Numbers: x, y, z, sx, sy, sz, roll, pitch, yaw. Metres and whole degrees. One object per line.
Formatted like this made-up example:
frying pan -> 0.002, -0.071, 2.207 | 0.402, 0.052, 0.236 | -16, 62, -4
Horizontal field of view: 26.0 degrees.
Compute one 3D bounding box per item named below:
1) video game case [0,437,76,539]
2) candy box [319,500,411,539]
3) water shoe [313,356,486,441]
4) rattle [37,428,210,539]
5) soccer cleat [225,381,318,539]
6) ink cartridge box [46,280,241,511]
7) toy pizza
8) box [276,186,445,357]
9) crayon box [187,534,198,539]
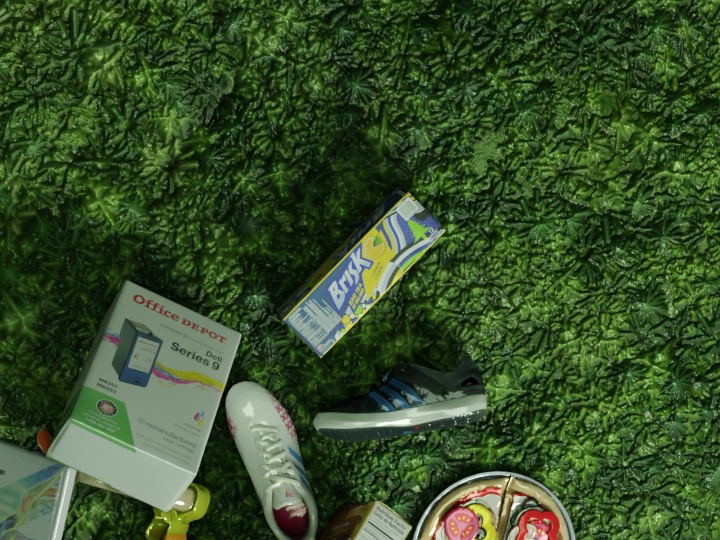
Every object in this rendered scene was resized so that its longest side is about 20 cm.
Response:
video game case -> -0.411, 0.282, 1.704 | 0.181, 0.022, 0.201 | 15, 96, 19
candy box -> -0.033, 0.353, 1.728 | 0.056, 0.117, 0.200 | 38, 68, -11
water shoe -> 0.042, 0.145, 1.779 | 0.199, 0.072, 0.079 | -6, 71, -6
rattle -> -0.274, 0.270, 1.708 | 0.199, 0.130, 0.144 | 15, 96, -8
soccer cleat -> -0.093, 0.220, 1.749 | 0.070, 0.086, 0.201 | -22, 100, -4
ink cartridge box -> -0.227, 0.130, 1.661 | 0.145, 0.201, 0.088 | 27, 135, -11
toy pizza -> 0.158, 0.335, 1.828 | 0.199, 0.032, 0.201 | -1, 98, -8
box -> 0.000, 0.000, 1.741 | 0.200, 0.070, 0.064 | -45, 102, 0
crayon box -> -0.149, 0.411, 1.784 | 0.200, 0.051, 0.127 | 35, 91, -10
